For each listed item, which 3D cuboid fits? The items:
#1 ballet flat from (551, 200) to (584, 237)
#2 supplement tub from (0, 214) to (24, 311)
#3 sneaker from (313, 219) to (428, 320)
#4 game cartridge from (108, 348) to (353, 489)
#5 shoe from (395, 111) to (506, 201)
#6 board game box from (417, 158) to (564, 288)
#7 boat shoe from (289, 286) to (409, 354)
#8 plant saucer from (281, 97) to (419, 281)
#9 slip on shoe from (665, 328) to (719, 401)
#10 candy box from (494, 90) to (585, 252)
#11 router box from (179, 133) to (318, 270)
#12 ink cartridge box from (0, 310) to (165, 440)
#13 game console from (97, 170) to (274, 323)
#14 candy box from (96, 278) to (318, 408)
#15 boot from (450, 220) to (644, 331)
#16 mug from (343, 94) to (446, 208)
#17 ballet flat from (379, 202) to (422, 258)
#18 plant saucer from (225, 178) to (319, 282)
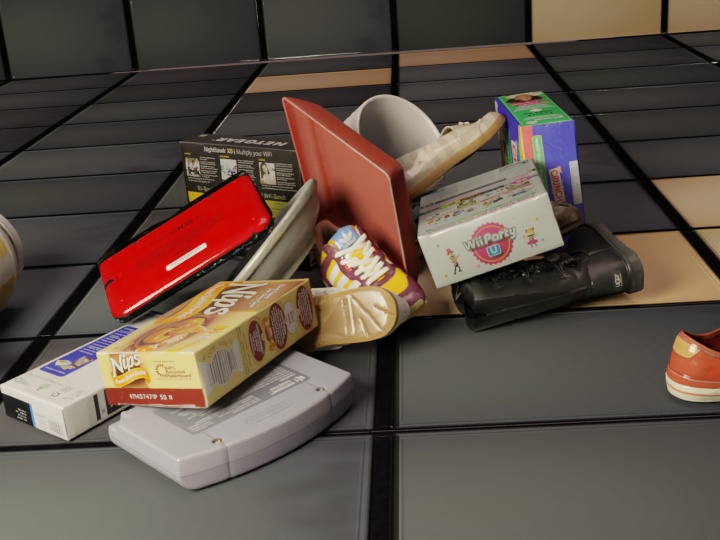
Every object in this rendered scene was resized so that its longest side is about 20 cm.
[{"bbox_3d":[0.183,-0.039,1.221,0.198,0.047,0.067,-23,-7,-18],"label":"ballet flat"},{"bbox_3d":[-0.476,0.012,1.139,0.143,0.148,0.200,-2,20,6],"label":"supplement tub"},{"bbox_3d":[0.000,0.000,1.128,0.074,0.091,0.199,-32,26,-20],"label":"sneaker"},{"bbox_3d":[-0.108,0.129,0.906,0.198,0.041,0.132,-22,23,-39],"label":"game cartridge"},{"bbox_3d":[0.113,-0.158,1.283,0.199,0.054,0.070,-38,0,-32],"label":"shoe"},{"bbox_3d":[0.144,-0.060,1.147,0.146,0.065,0.200,-19,14,11],"label":"board game box"},{"bbox_3d":[-0.041,0.053,1.061,0.197,0.072,0.069,-3,-3,25],"label":"boat shoe"},{"bbox_3d":[-0.003,-0.089,1.160,0.037,0.201,0.199,-35,50,-19],"label":"plant saucer"},{"bbox_3d":[0.373,0.074,0.912,0.197,0.062,0.074,-5,18,-6],"label":"slip on shoe"},{"bbox_3d":[0.237,-0.135,1.346,0.076,0.172,0.200,-10,20,0],"label":"candy box"},{"bbox_3d":[-0.141,-0.093,1.334,0.198,0.160,0.052,9,24,31],"label":"router box"},{"bbox_3d":[-0.247,0.100,1.009,0.098,0.040,0.199,10,26,36],"label":"ink cartridge box"},{"bbox_3d":[-0.182,-0.008,1.149,0.198,0.119,0.173,-32,40,-1],"label":"game console"},{"bbox_3d":[-0.139,0.064,0.957,0.114,0.056,0.200,-2,16,29],"label":"candy box"},{"bbox_3d":[0.196,0.005,1.149,0.197,0.067,0.165,-15,14,-6],"label":"boot"},{"bbox_3d":[0.030,-0.132,1.386,0.198,0.149,0.175,-10,-18,-39],"label":"mug"},{"bbox_3d":[0.060,-0.046,1.281,0.067,0.076,0.199,10,25,33],"label":"ballet flat"},{"bbox_3d":[-0.100,-0.013,1.154,0.050,0.200,0.201,39,20,-9],"label":"plant saucer"}]
